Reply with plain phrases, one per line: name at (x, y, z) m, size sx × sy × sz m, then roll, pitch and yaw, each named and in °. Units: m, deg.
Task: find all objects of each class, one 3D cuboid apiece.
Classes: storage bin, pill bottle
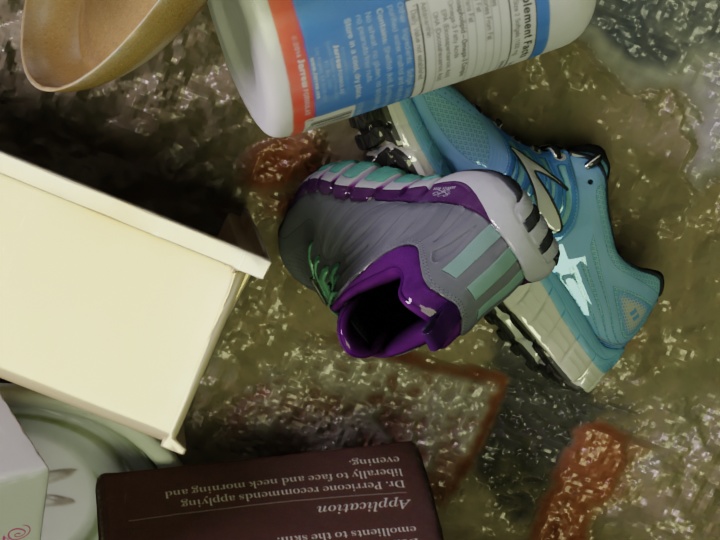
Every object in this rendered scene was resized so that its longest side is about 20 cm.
storage bin at (-0.154, -0.013, 1.023) m, size 0.200 × 0.199 × 0.094 m, roll 21°, pitch 96°, yaw -8°
pill bottle at (0.036, -0.139, 0.993) m, size 0.200 × 0.112 × 0.112 m, roll -20°, pitch 113°, yaw -10°

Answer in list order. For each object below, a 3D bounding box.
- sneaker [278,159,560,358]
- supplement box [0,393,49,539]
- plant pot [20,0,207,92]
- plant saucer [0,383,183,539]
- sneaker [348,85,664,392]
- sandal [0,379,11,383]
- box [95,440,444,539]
sneaker at (0.000, 0.000, 1.024) m, size 0.088 × 0.200 × 0.074 m, roll -44°, pitch 108°, yaw -24°
supplement box at (-0.215, 0.142, 1.040) m, size 0.101 × 0.103 × 0.200 m, roll -12°, pitch 135°, yaw -29°
plant pot at (-0.081, -0.161, 0.957) m, size 0.027 × 0.200 × 0.200 m, roll 26°, pitch 113°, yaw -27°
plant saucer at (-0.183, 0.121, 1.144) m, size 0.200 × 0.050 × 0.200 m, roll -5°, pitch 129°, yaw -6°
sneaker at (0.070, -0.041, 1.082) m, size 0.090 × 0.078 × 0.200 m, roll -40°, pitch 104°, yaw -10°
sandal at (-0.268, 0.031, 1.119) m, size 0.200 × 0.055 × 0.082 m, roll 30°, pitch 111°, yaw -12°
box at (-0.036, 0.212, 1.087) m, size 0.166 × 0.200 × 0.164 m, roll -5°, pitch 130°, yaw -7°
